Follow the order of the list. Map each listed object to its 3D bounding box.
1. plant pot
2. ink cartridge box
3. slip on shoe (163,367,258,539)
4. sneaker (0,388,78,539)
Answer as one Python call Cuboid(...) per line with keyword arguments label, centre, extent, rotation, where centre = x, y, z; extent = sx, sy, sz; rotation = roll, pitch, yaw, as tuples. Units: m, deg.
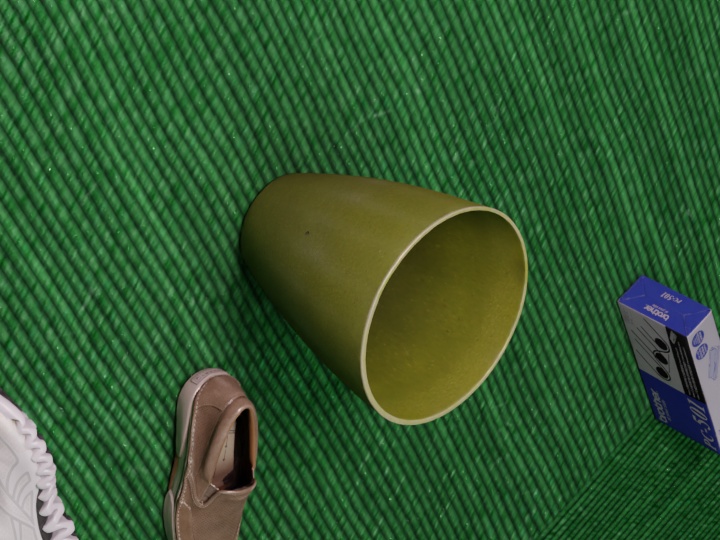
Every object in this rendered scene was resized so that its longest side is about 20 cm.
Cuboid(label="plant pot", centre=(0.000, 0.000, 1.989), extent=(0.187, 0.200, 0.188), rotation=(-26, 130, -36))
Cuboid(label="ink cartridge box", centre=(0.330, 0.099, 2.500), extent=(0.044, 0.094, 0.200), rotation=(-45, 139, -19))
Cuboid(label="slip on shoe", centre=(-0.119, 0.180, 2.079), extent=(0.076, 0.061, 0.201), rotation=(-18, 125, -41))
Cuboid(label="sneaker", centre=(-0.279, 0.167, 1.891), extent=(0.081, 0.075, 0.200), rotation=(-30, 133, -21))
